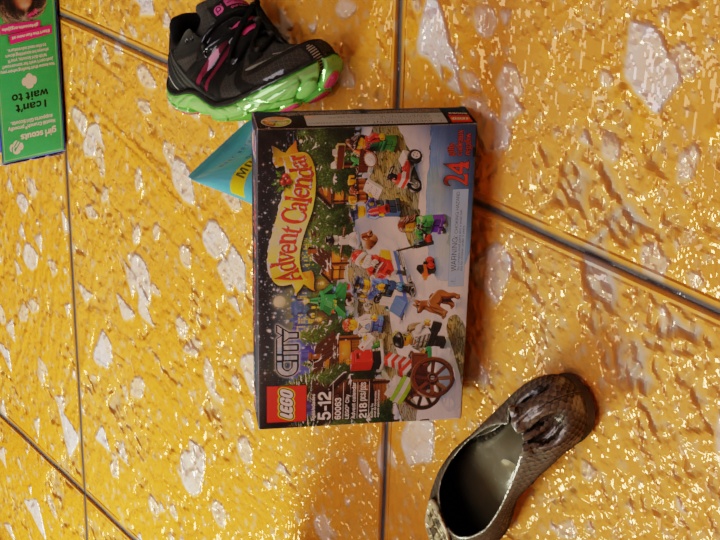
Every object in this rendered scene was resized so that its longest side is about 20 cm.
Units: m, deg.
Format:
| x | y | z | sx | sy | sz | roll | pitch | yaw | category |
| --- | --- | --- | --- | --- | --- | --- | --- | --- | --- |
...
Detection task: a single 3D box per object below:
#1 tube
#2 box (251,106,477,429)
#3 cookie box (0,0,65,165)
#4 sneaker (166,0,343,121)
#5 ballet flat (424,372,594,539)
| x | y | z | sx | sy | sz | roll | pitch | yaw | category |
| --- | --- | --- | --- | --- | --- | --- | --- | --- | --- |
| -0.037 | -0.060 | 1.037 | 0.199 | 0.077 | 0.051 | 27 | 149 | 44 | tube |
| 0.000 | 0.000 | 0.939 | 0.038 | 0.135 | 0.203 | -113 | 22 | -66 | box |
| -0.352 | -0.220 | 1.407 | 0.170 | 0.075 | 0.203 | 26 | 124 | 47 | cookie box |
| -0.087 | -0.153 | 1.058 | 0.199 | 0.076 | 0.085 | 11 | 115 | 52 | sneaker |
| 0.082 | 0.129 | 0.950 | 0.068 | 0.046 | 0.200 | 61 | 143 | 20 | ballet flat |
